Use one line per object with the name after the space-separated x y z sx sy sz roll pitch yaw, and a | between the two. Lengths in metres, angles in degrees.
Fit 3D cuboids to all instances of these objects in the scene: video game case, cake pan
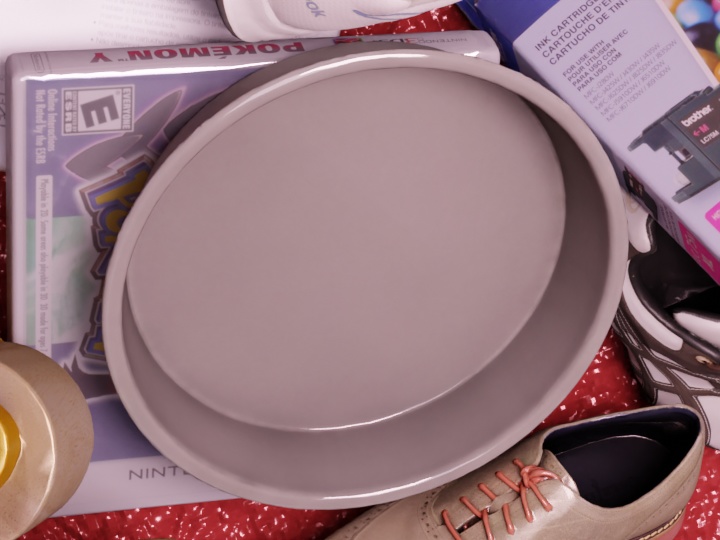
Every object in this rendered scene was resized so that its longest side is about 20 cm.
-0.044 0.005 0.894 0.182 0.023 0.200 -4 122 -15 | video game case
0.000 0.000 0.868 0.200 0.037 0.200 -8 124 -12 | cake pan

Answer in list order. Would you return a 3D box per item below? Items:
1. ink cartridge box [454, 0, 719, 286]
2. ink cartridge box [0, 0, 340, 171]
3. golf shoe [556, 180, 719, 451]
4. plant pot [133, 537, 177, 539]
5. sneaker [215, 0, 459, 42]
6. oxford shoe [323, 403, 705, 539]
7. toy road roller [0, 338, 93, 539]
0.130 -0.087 0.874 0.119 0.200 0.042 -39 148 -4 | ink cartridge box
-0.098 -0.133 0.868 0.199 0.041 0.200 8 100 -19 | ink cartridge box
0.146 0.026 0.942 0.200 0.094 0.078 41 88 -29 | golf shoe
-0.144 0.121 0.843 0.200 0.200 0.028 -6 81 -14 | plant pot
0.036 -0.130 0.856 0.200 0.087 0.075 -37 125 -39 | sneaker
0.050 0.098 0.926 0.200 0.070 0.075 -22 151 -27 | oxford shoe
-0.208 0.051 0.816 0.200 0.123 0.146 38 92 2 | toy road roller
